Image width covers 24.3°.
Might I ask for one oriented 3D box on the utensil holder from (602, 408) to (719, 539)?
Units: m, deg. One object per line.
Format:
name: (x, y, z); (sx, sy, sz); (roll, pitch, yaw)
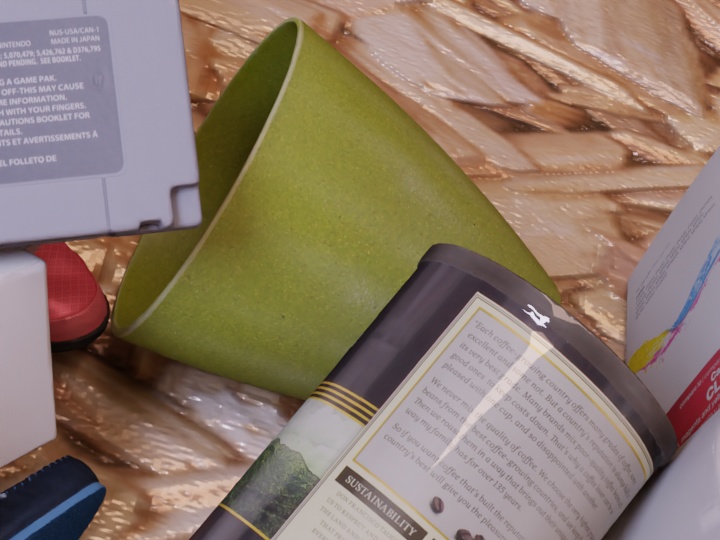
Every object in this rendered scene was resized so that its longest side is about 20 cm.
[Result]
utensil holder: (0.185, 0.164, 0.794); (0.169, 0.200, 0.171); (14, 48, -16)

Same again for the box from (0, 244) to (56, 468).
box: (-0.246, 0.019, 0.747); (0.199, 0.098, 0.124); (28, 40, 35)

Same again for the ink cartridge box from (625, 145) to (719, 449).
ink cartridge box: (0.245, 0.052, 0.958); (0.144, 0.145, 0.201); (17, 46, -10)

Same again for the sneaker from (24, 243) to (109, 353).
sneaker: (-0.208, -0.037, 0.868); (0.200, 0.087, 0.074); (41, 48, 12)

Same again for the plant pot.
plant pot: (0.000, 0.000, 0.887); (0.199, 0.187, 0.188); (31, 44, -16)

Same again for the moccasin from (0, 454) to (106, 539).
moccasin: (-0.199, 0.133, 0.733); (0.068, 0.081, 0.200); (40, 46, 17)

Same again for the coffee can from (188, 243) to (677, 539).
coffee can: (0.025, 0.110, 0.752); (0.146, 0.146, 0.200); (39, 78, 10)

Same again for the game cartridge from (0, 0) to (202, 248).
game cartridge: (-0.170, -0.073, 0.692); (0.198, 0.040, 0.135); (-6, 92, -16)
